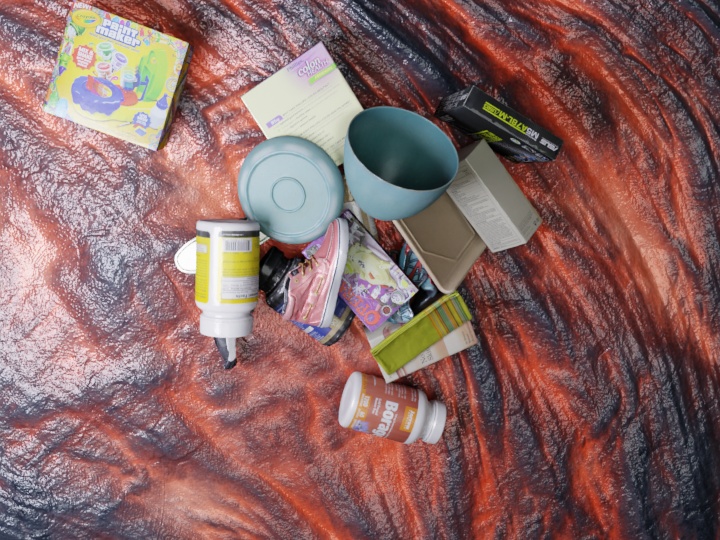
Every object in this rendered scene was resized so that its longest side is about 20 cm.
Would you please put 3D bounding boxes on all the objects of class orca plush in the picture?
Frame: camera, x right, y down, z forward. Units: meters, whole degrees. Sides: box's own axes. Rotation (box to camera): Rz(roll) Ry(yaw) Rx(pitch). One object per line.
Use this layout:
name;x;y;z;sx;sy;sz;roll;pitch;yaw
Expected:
orca plush;-0.262;0.085;1.516;0.105;0.071;0.202;-23;115;-48

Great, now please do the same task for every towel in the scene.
towel;0.117;0.120;1.472;0.199;0.018;0.086;-36;129;1

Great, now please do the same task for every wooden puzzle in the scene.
wooden puzzle;0.143;-0.079;1.479;0.201;0.185;0.037;51;137;-11

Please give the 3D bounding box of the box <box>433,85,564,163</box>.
box;0.245;-0.259;1.418;0.192;0.200;0.048;26;92;-12

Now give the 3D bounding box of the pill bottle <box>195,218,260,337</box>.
pill bottle;-0.238;0.012;1.395;0.113;0.114;0.203;2;97;-7

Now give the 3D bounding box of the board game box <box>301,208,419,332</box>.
board game box;0.000;0.000;1.447;0.120;0.032;0.200;-43;89;12

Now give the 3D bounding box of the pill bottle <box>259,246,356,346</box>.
pill bottle;-0.110;0.046;1.487;0.199;0.112;0.112;36;96;-13

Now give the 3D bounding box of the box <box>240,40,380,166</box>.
box;-0.092;-0.281;1.427;0.175;0.097;0.201;-34;105;2

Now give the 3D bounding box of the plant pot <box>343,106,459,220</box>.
plant pot;0.054;-0.165;1.354;0.198;0.202;0.135;15;138;-10

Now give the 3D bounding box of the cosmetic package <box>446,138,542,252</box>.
cosmetic package;0.243;-0.139;1.485;0.073;0.103;0.201;-46;106;-30

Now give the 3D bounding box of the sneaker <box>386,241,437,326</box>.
sneaker;0.118;0.015;1.497;0.079;0.095;0.202;27;83;-49

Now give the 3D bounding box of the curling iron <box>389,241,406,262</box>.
curling iron;0.090;-0.085;1.526;0.049;0.026;0.202;13;100;-13

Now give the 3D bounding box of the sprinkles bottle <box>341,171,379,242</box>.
sprinkles bottle;-0.005;-0.090;1.493;0.067;0.068;0.202;-15;103;-3

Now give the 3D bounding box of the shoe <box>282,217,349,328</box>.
shoe;-0.082;0.000;1.394;0.090;0.071;0.202;10;98;-17

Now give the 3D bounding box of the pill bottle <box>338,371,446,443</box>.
pill bottle;0.065;0.279;1.557;0.198;0.112;0.113;17;100;-10

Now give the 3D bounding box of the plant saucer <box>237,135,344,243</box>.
plant saucer;-0.128;-0.138;1.399;0.198;0.027;0.202;4;113;8

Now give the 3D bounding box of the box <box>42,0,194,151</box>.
box;-0.417;-0.336;1.364;0.198;0.122;0.195;18;99;-10

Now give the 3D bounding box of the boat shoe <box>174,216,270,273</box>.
boat shoe;-0.255;-0.054;1.474;0.199;0.062;0.075;-30;102;-2

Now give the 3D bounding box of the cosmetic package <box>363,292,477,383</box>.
cosmetic package;0.117;0.128;1.544;0.198;0.087;0.104;-25;106;-1
